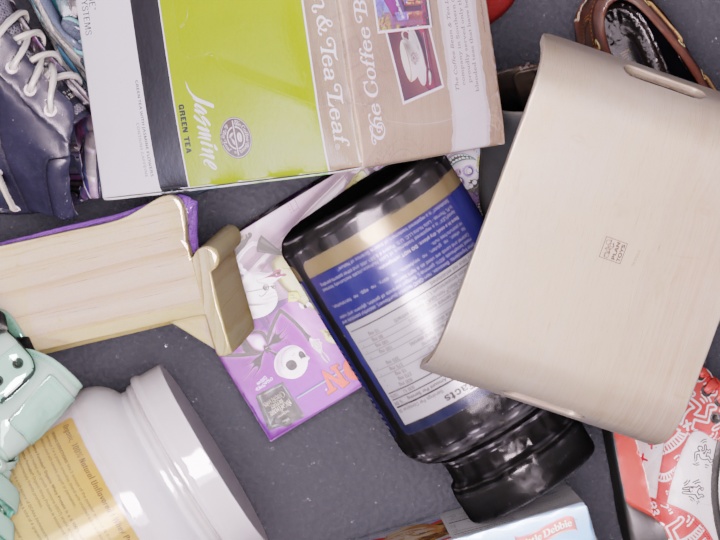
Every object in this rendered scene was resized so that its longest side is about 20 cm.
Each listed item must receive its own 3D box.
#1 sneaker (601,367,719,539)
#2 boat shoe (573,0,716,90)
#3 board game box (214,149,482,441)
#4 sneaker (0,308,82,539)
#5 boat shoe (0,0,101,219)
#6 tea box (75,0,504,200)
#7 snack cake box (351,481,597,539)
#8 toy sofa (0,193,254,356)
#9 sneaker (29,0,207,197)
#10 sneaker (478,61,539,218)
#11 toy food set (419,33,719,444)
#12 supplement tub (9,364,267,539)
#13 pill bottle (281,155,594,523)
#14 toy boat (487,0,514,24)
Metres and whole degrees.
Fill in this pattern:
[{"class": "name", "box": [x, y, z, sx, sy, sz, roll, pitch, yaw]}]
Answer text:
[{"class": "sneaker", "box": [0.197, 0.074, 1.749, 0.108, 0.067, 0.202, -11, 98, -3]}, {"class": "boat shoe", "box": [0.186, -0.078, 1.737, 0.070, 0.070, 0.200, -33, 96, -3]}, {"class": "board game box", "box": [0.000, 0.000, 1.755, 0.200, 0.032, 0.120, -32, 99, -1]}, {"class": "sneaker", "box": [-0.200, 0.106, 1.600, 0.118, 0.074, 0.201, -33, 53, 7]}, {"class": "boat shoe", "box": [-0.196, -0.121, 1.680, 0.093, 0.075, 0.200, 10, 122, 24]}, {"class": "tea box", "box": [-0.045, -0.151, 1.621, 0.197, 0.134, 0.200, -4, 95, 40]}, {"class": "snack cake box", "box": [0.040, 0.186, 1.723, 0.200, 0.115, 0.067, -16, 95, -1]}, {"class": "toy sofa", "box": [-0.168, 0.016, 1.701, 0.200, 0.083, 0.098, -13, 96, 10]}, {"class": "sneaker", "box": [-0.147, -0.127, 1.708, 0.078, 0.086, 0.200, -33, 95, -1]}, {"class": "sneaker", "box": [0.157, -0.060, 1.665, 0.200, 0.075, 0.106, -1, 129, 18]}, {"class": "toy food set", "box": [0.133, -0.016, 1.619, 0.143, 0.060, 0.200, 19, 95, -9]}, {"class": "supplement tub", "box": [-0.169, 0.157, 1.696, 0.200, 0.145, 0.145, -31, 95, 0]}, {"class": "pill bottle", "box": [0.049, 0.040, 1.691, 0.112, 0.112, 0.200, -31, 96, -1]}, {"class": "toy boat", "box": [0.050, -0.238, 1.689, 0.130, 0.131, 0.200, 15, 93, -4]}]
